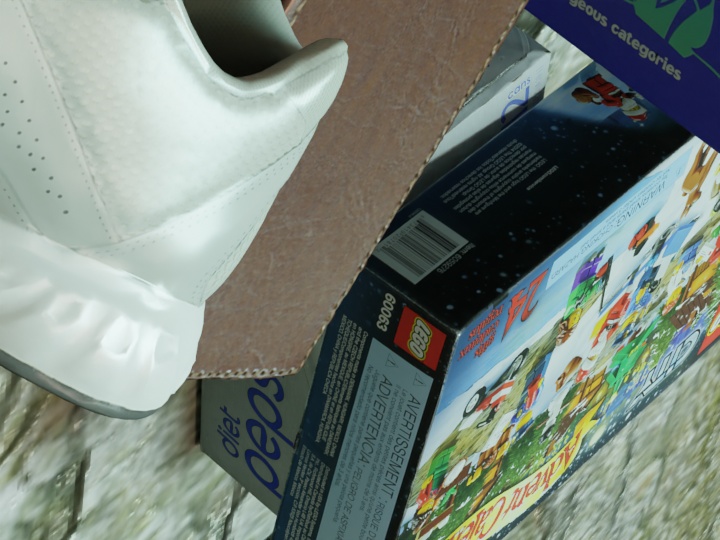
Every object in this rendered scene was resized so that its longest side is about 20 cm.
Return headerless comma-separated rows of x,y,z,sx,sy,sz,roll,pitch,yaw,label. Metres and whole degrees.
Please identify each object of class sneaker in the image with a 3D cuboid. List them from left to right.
-0.087,-0.054,0.509,0.200,0.076,0.092,30,99,-41,sneaker

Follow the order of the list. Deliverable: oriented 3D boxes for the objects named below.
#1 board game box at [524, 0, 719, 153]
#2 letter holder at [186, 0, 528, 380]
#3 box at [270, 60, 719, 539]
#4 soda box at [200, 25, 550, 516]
0.077,-0.133,0.661,0.045,0.152,0.200,-34,152,-35,board game box
-0.033,-0.085,0.593,0.200,0.101,0.142,-58,155,17,letter holder
0.058,0.005,0.808,0.200,0.038,0.137,-38,154,-39,box
0.000,0.000,0.828,0.063,0.068,0.200,-39,155,-27,soda box
